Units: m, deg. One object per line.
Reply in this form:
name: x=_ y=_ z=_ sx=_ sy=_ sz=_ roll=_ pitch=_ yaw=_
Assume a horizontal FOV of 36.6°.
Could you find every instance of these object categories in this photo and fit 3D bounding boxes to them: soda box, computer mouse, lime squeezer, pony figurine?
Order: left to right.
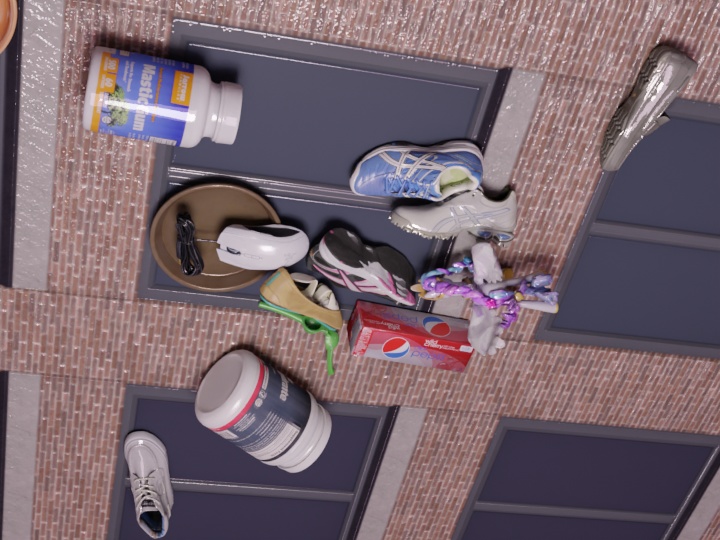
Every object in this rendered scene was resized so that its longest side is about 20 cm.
computer mouse: x=-0.174 y=-0.034 z=1.615 sx=0.200 sy=0.044 sz=0.110 roll=1 pitch=127 yaw=-8
lime squeezer: x=-0.079 y=0.100 z=1.780 sx=0.071 sy=0.038 sz=0.200 roll=-8 pitch=137 yaw=40
soda box: x=0.082 y=0.108 z=1.776 sx=0.200 sy=0.070 sz=0.063 roll=11 pitch=126 yaw=-16
pony figurine: x=0.200 y=0.035 z=1.664 sx=0.200 sy=0.193 sz=0.167 roll=0 pitch=96 yaw=-25

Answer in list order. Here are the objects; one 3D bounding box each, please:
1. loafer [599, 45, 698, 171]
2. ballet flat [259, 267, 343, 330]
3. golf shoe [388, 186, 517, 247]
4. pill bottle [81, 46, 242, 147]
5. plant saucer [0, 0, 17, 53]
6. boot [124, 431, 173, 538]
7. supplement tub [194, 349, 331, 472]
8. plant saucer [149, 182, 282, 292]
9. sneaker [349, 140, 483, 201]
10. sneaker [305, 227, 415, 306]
loafer: x=0.411 y=-0.224 z=1.564 sx=0.070 sy=0.070 sz=0.200 roll=20 pitch=122 yaw=-11
ballet flat: x=-0.075 y=0.044 z=1.685 sx=0.063 sy=0.069 sz=0.200 roll=-54 pitch=146 yaw=8
golf shoe: x=0.142 y=-0.095 z=1.640 sx=0.200 sy=0.078 sz=0.097 roll=4 pitch=110 yaw=-17
pill bottle: x=-0.262 y=-0.225 z=1.448 sx=0.200 sy=0.112 sz=0.112 roll=8 pitch=126 yaw=-13
plant saucer: x=-0.533 y=-0.344 z=1.368 sx=0.200 sy=0.037 sz=0.200 roll=-4 pitch=128 yaw=-5
boot: x=-0.368 y=0.380 z=1.911 sx=0.073 sy=0.096 sz=0.200 roll=-11 pitch=128 yaw=1
supplement tub: x=-0.160 y=0.234 z=1.798 sx=0.140 sy=0.140 sz=0.200 roll=-39 pitch=123 yaw=21
plant saucer: x=-0.216 y=-0.053 z=1.640 sx=0.200 sy=0.029 sz=0.200 roll=-4 pitch=127 yaw=-5
sneaker: x=0.083 y=-0.141 z=1.581 sx=0.200 sy=0.077 sz=0.076 roll=-11 pitch=130 yaw=3
sneaker: x=0.000 y=0.000 z=1.694 sx=0.200 sy=0.080 sz=0.086 roll=32 pitch=140 yaw=-29
